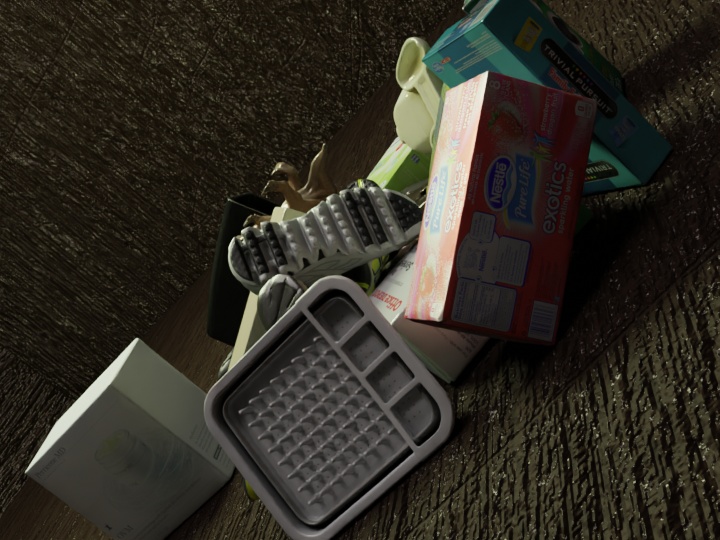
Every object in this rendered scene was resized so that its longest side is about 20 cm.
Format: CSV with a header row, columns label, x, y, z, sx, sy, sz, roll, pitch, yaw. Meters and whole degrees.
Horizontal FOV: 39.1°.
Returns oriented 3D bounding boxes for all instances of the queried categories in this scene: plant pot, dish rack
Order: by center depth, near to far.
label,x,y,z,sx,sy,sz,roll,pitch,yaw
dish rack,-0.026,0.120,0.881,0.200,0.172,0.044,-44,-12,19
plant pot,-0.100,0.019,1.328,0.200,0.199,0.178,-76,9,-82

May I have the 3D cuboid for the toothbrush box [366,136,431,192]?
label,x,y,z,sx,sy,sz,roll,pitch,yaw
toothbrush box,0.069,-0.127,1.469,0.200,0.086,0.146,-54,13,-29

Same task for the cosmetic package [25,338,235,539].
label,x,y,z,sx,sy,sz,roll,pitch,yaw
cosmetic package,-0.293,0.237,1.342,0.199,0.200,0.123,-44,12,23

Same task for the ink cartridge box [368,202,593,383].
label,x,y,z,sx,sy,sz,roll,pitch,yaw
ink cartridge box,0.103,-0.005,0.955,0.200,0.084,0.146,-49,11,-5

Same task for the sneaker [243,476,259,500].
label,x,y,z,sx,sy,sz,roll,pitch,yaw
sneaker,-0.045,0.171,1.033,0.078,0.066,0.200,-4,21,21

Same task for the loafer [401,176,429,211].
label,x,y,z,sx,sy,sz,roll,pitch,yaw
loafer,0.103,-0.081,1.265,0.200,0.073,0.072,-31,32,63

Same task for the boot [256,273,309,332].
label,x,y,z,sx,sy,sz,roll,pitch,yaw
boot,-0.008,0.096,0.984,0.073,0.200,0.150,-42,-23,17

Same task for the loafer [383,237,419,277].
label,x,y,z,sx,sy,sz,roll,pitch,yaw
loafer,0.057,-0.019,1.219,0.072,0.063,0.200,-50,12,-5

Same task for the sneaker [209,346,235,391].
label,x,y,z,sx,sy,sz,roll,pitch,yaw
sneaker,-0.106,0.126,1.193,0.200,0.111,0.077,-44,3,40

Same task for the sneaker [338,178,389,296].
label,x,y,z,sx,sy,sz,roll,pitch,yaw
sneaker,0.000,0.000,1.154,0.075,0.076,0.201,9,74,34

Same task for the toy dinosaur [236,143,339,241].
label,x,y,z,sx,sy,sz,roll,pitch,yaw
toy dinosaur,-0.064,-0.044,1.177,0.201,0.135,0.086,-60,8,4

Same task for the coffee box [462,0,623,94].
label,x,y,z,sx,sy,sz,roll,pitch,yaw
coffee box,0.198,-0.242,1.086,0.044,0.200,0.123,-45,13,28

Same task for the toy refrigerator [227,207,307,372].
label,x,y,z,sx,sy,sz,roll,pitch,yaw
toy refrigerator,-0.083,0.037,1.098,0.076,0.070,0.201,-167,93,-76

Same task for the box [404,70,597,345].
label,x,y,z,sx,sy,sz,roll,pitch,yaw
box,0.111,-0.047,0.825,0.095,0.102,0.201,178,103,-73

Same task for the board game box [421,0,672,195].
label,x,y,z,sx,sy,sz,roll,pitch,yaw
board game box,0.164,-0.154,0.922,0.047,0.200,0.151,-51,12,-11

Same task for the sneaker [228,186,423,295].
label,x,y,z,sx,sy,sz,roll,pitch,yaw
sneaker,-0.032,-0.025,1.022,0.199,0.075,0.081,-16,-26,-4

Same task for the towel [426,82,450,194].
label,x,y,z,sx,sy,sz,roll,pitch,yaw
towel,0.102,-0.114,1.105,0.144,0.023,0.201,-99,11,-47

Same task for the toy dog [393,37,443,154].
label,x,y,z,sx,sy,sz,roll,pitch,yaw
toy dog,0.152,-0.212,1.243,0.199,0.140,0.194,-22,-20,-25
